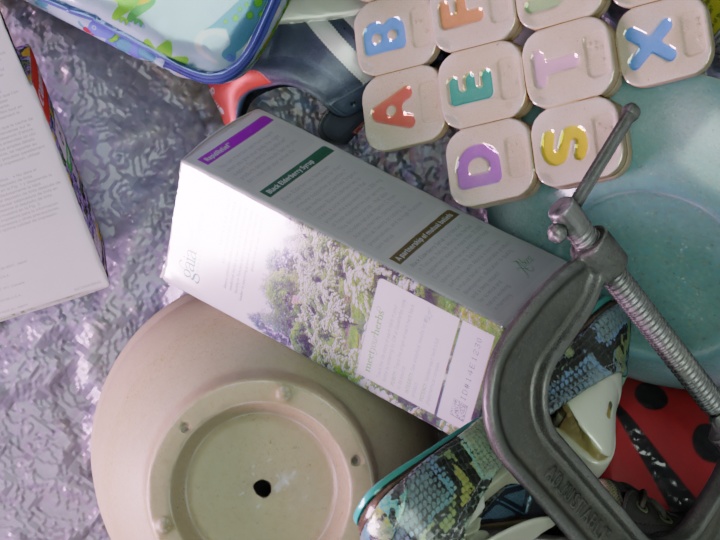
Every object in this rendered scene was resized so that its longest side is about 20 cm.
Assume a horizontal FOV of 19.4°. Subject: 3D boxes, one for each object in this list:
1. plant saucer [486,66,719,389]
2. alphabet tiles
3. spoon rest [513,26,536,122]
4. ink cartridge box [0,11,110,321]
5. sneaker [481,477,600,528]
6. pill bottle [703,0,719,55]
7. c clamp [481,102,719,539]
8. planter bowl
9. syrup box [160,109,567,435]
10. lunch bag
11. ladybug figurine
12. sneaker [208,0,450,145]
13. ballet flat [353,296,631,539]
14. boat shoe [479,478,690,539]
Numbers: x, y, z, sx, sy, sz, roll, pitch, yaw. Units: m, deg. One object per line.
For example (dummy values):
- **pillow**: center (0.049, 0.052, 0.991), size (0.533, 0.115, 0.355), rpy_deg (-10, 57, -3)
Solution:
- **plant saucer**: center (0.155, -0.008, 1.076), size (0.199, 0.039, 0.202), rpy_deg (12, 128, 16)
- **alphabet tiles**: center (0.080, -0.137, 1.061), size (0.194, 0.015, 0.202), rpy_deg (-11, 80, 30)
- **spoon rest**: center (0.127, -0.047, 1.130), size (0.060, 0.099, 0.201), rpy_deg (-38, 114, -12)
- **ink cartridge box**: center (-0.214, -0.066, 1.117), size (0.108, 0.051, 0.201), rpy_deg (-17, 124, 0)
- **sneaker**: center (0.040, 0.156, 1.103), size (0.095, 0.079, 0.201), rpy_deg (35, 77, -27)
- **pill bottle**: center (0.163, -0.195, 1.128), size (0.199, 0.112, 0.113), rpy_deg (26, 94, -4)
- **c clamp**: center (0.135, 0.052, 1.006), size (0.171, 0.027, 0.201), rpy_deg (-48, 117, -25)
- **planter bowl**: center (-0.053, 0.108, 1.137), size (0.198, 0.135, 0.203), rpy_deg (0, 94, -1)
- **syrup box**: center (0.000, 0.000, 1.095), size (0.199, 0.081, 0.079), rpy_deg (28, 127, 20)
- **lunch bag**: center (-0.117, -0.201, 1.084), size (0.199, 0.082, 0.162), rpy_deg (28, 94, -1)
- **ladybug figurine**: center (0.171, 0.135, 1.156), size (0.135, 0.072, 0.201), rpy_deg (-36, 78, -9)
- **sneaker**: center (0.012, -0.113, 1.152), size (0.198, 0.075, 0.085), rpy_deg (-4, 91, 9)
- **ballet flat**: center (0.083, 0.089, 1.024), size (0.200, 0.074, 0.075), rpy_deg (-38, 96, -29)
- **boat shoe**: center (0.128, 0.138, 1.059), size (0.198, 0.073, 0.066), rpy_deg (-10, 98, -22)
